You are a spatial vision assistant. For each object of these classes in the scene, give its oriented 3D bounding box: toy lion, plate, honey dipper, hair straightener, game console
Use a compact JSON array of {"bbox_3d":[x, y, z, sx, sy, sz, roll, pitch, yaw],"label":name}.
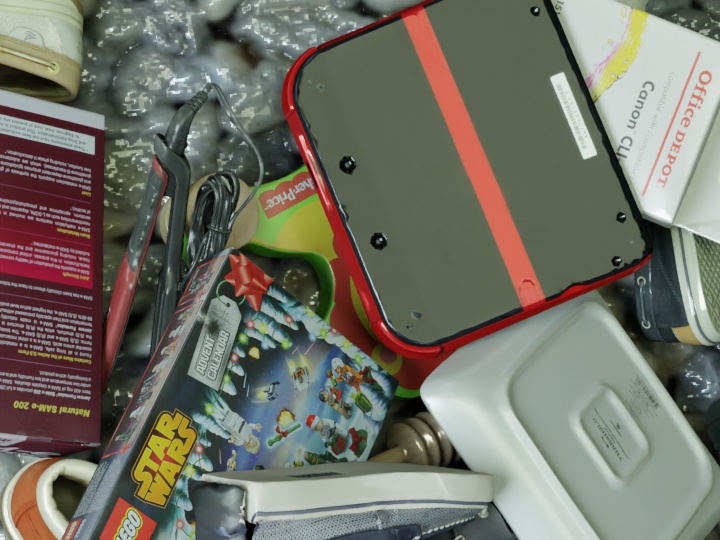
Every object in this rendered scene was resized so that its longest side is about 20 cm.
[{"bbox_3d":[0.000,0.000,1.283,0.199,0.069,0.193,-28,94,-22],"label":"toy lion"},{"bbox_3d":[0.146,0.106,1.266,0.200,0.032,0.200,54,39,-2],"label":"plate"},{"bbox_3d":[-0.014,0.129,1.220,0.199,0.038,0.038,-23,84,-35],"label":"honey dipper"},{"bbox_3d":[-0.101,-0.011,1.206,0.076,0.041,0.202,12,106,-14],"label":"hair straightener"},{"bbox_3d":[0.061,-0.064,1.235,0.176,0.031,0.202,-22,87,-8],"label":"game console"}]

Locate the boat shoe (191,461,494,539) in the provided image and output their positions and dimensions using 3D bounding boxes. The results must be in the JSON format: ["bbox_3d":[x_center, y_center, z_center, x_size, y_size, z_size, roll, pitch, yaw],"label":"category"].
[{"bbox_3d":[-0.008,0.154,1.116,0.199,0.074,0.094,1,90,-38],"label":"boat shoe"}]

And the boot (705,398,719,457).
[{"bbox_3d":[0.331,0.131,1.346,0.167,0.076,0.201,-29,94,-28],"label":"boot"}]

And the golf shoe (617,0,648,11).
[{"bbox_3d":[0.100,-0.180,1.352,0.198,0.075,0.092,11,77,-15],"label":"golf shoe"}]

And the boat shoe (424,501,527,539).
[{"bbox_3d":[0.060,0.153,1.226,0.199,0.073,0.063,12,103,-37],"label":"boat shoe"}]

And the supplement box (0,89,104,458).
[{"bbox_3d":[-0.207,0.002,1.190,0.108,0.061,0.202,12,71,-41],"label":"supplement box"}]

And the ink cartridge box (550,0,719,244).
[{"bbox_3d":[0.160,-0.102,1.279,0.198,0.067,0.117,22,92,8],"label":"ink cartridge box"}]

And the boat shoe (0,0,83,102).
[{"bbox_3d":[-0.258,-0.130,1.217,0.198,0.074,0.067,-3,72,-19],"label":"boat shoe"}]

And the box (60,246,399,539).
[{"bbox_3d":[-0.069,0.107,1.145,0.137,0.040,0.201,38,56,-22],"label":"box"}]

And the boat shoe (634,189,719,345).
[{"bbox_3d":[0.197,-0.047,1.348,0.074,0.062,0.202,5,74,-52],"label":"boat shoe"}]

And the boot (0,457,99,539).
[{"bbox_3d":[-0.120,0.183,1.168,0.200,0.107,0.075,43,66,-6],"label":"boot"}]
